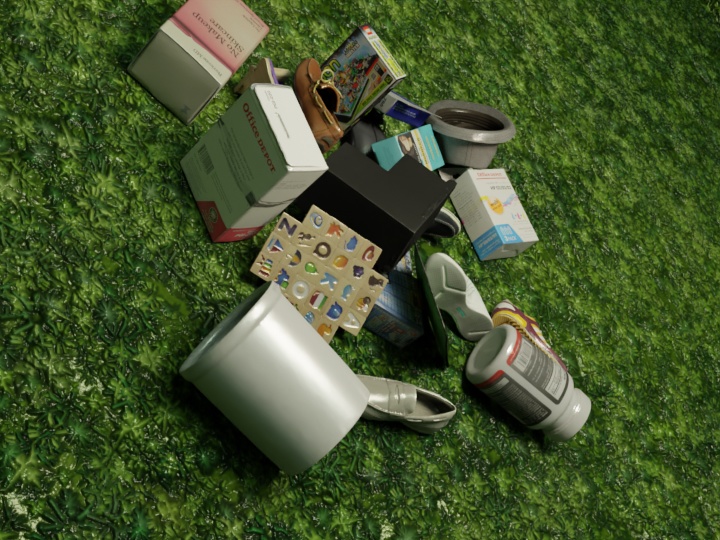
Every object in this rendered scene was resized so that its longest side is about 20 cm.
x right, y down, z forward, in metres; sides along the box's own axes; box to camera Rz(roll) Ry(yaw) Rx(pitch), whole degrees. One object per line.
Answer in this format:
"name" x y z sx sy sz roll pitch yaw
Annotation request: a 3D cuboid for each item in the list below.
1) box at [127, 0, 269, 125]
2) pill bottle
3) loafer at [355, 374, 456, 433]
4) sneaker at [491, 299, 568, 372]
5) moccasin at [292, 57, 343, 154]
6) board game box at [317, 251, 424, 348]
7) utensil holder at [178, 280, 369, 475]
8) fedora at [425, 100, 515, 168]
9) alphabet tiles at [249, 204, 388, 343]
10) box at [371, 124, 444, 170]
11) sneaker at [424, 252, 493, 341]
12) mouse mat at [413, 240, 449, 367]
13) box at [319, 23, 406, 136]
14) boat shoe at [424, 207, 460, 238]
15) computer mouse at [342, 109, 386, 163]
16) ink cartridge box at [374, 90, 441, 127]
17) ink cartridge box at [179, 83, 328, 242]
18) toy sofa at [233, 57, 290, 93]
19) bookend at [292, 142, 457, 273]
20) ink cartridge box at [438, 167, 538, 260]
"box" -0.251 -0.348 1.674 0.128 0.109 0.201 41 40 -13
"pill bottle" 0.281 0.191 1.776 0.200 0.116 0.116 39 41 -15
"loafer" 0.056 0.192 1.594 0.199 0.070 0.070 19 49 -33
"sneaker" 0.306 0.136 1.876 0.200 0.075 0.090 52 29 -11
"moccasin" -0.063 -0.274 1.707 0.074 0.077 0.202 48 21 -37
"board game box" 0.000 0.000 1.692 0.199 0.062 0.202 21 48 -33
"utensil holder" -0.109 0.143 1.398 0.200 0.170 0.170 47 40 -8
"fedora" 0.202 -0.250 2.025 0.175 0.091 0.200 5 25 -8
"alphabet tiles" -0.060 0.007 1.590 0.199 0.006 0.167 32 83 -22
"box" 0.086 -0.204 1.884 0.083 0.049 0.200 69 24 -6
"sneaker" 0.157 0.034 1.794 0.201 0.070 0.081 54 17 -39
"mouse mat" 0.113 0.057 1.691 0.007 0.200 0.162 -17 69 -2
"box" -0.025 -0.306 1.788 0.110 0.200 0.035 53 38 4
"boat shoe" 0.087 -0.087 1.835 0.199 0.074 0.063 19 57 -30
"computer mouse" 0.007 -0.237 1.882 0.138 0.053 0.202 19 50 -35
"ink cartridge box" 0.044 -0.303 1.893 0.099 0.039 0.200 13 17 -46
"ink cartridge box" -0.157 -0.154 1.546 0.084 0.200 0.147 -8 67 -46
"toy sofa" -0.122 -0.241 1.727 0.082 0.097 0.201 -2 62 -44
"bookend" 0.023 -0.126 1.702 0.199 0.092 0.199 36 37 4
"ink cartridge box" 0.239 -0.125 2.009 0.115 0.068 0.201 -7 66 -46
